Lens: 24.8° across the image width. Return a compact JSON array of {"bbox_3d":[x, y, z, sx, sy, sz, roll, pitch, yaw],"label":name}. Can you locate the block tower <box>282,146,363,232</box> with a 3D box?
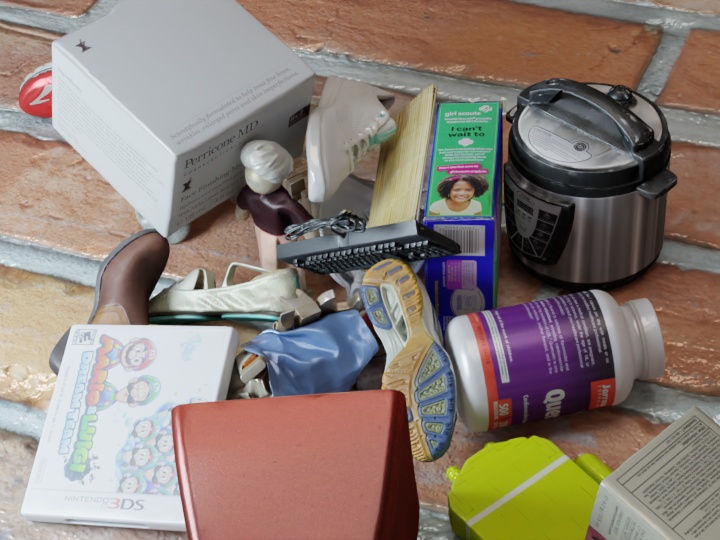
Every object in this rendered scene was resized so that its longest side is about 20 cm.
[{"bbox_3d":[-0.049,-0.083,1.846,0.057,0.054,0.200,-26,44,-21],"label":"block tower"}]

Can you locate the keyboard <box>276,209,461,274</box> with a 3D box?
[{"bbox_3d":[-0.009,-0.024,1.585,0.199,0.126,0.021,-10,63,45],"label":"keyboard"}]

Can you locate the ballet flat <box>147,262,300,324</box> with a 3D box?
[{"bbox_3d":[-0.144,0.024,1.698,0.198,0.067,0.063,-2,83,27],"label":"ballet flat"}]

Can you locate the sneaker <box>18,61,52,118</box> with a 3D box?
[{"bbox_3d":[-0.335,-0.206,2.021,0.197,0.078,0.085,2,46,11],"label":"sneaker"}]

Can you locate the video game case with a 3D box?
[{"bbox_3d":[-0.218,0.145,1.557,0.180,0.024,0.202,0,61,21],"label":"video game case"}]

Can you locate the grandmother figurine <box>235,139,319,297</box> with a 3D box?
[{"bbox_3d":[-0.088,-0.049,1.696,0.120,0.202,0.061,15,44,25],"label":"grandmother figurine"}]

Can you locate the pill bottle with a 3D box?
[{"bbox_3d":[0.185,0.083,1.569,0.197,0.113,0.113,-11,40,-4],"label":"pill bottle"}]

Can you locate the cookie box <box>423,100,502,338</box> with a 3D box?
[{"bbox_3d":[0.108,-0.050,1.693,0.074,0.173,0.201,1,41,6],"label":"cookie box"}]

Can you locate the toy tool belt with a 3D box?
[{"bbox_3d":[-0.039,0.079,1.590,0.199,0.123,0.125,-29,72,-23],"label":"toy tool belt"}]

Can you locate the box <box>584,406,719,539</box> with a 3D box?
[{"bbox_3d":[0.300,0.234,1.347,0.127,0.110,0.200,-31,58,-29],"label":"box"}]

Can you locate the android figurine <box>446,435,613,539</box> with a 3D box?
[{"bbox_3d":[0.158,0.224,1.463,0.181,0.041,0.200,-31,48,-24],"label":"android figurine"}]

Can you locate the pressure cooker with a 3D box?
[{"bbox_3d":[0.236,-0.103,1.712,0.173,0.202,0.180,1,40,4],"label":"pressure cooker"}]

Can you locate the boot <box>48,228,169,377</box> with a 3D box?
[{"bbox_3d":[-0.205,0.071,1.628,0.199,0.069,0.189,31,79,40],"label":"boot"}]

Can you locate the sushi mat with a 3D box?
[{"bbox_3d":[0.041,-0.098,1.698,0.012,0.096,0.202,27,49,-21],"label":"sushi mat"}]

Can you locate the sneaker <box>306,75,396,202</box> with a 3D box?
[{"bbox_3d":[-0.007,-0.143,1.723,0.087,0.076,0.201,6,40,7],"label":"sneaker"}]

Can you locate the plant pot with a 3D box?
[{"bbox_3d":[-0.050,0.235,1.377,0.197,0.201,0.178,-5,50,4],"label":"plant pot"}]

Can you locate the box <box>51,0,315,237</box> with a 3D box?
[{"bbox_3d":[-0.186,-0.178,1.705,0.198,0.131,0.200,-34,65,-30],"label":"box"}]

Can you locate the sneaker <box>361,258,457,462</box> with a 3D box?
[{"bbox_3d":[0.060,0.089,1.569,0.074,0.088,0.202,-16,68,16],"label":"sneaker"}]

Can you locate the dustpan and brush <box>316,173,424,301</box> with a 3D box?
[{"bbox_3d":[0.000,0.000,1.722,0.138,0.057,0.202,25,75,-19],"label":"dustpan and brush"}]

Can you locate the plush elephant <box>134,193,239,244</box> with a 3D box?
[{"bbox_3d":[-0.192,-0.126,1.858,0.199,0.164,0.156,-13,72,-59],"label":"plush elephant"}]
